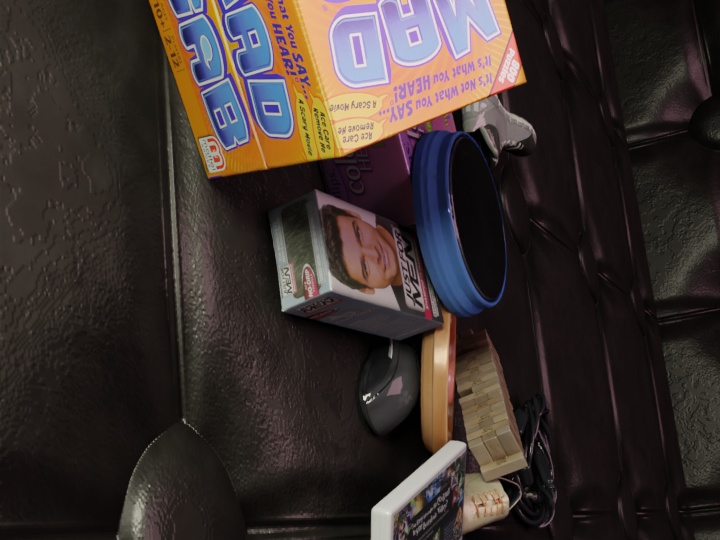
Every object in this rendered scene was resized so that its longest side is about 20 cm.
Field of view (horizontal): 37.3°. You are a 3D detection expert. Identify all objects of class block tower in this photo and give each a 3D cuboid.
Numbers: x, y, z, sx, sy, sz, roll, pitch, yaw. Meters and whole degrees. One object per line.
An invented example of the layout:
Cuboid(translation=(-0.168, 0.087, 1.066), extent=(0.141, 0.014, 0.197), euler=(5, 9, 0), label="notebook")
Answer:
Cuboid(translation=(0.148, 0.153, 1.274), extent=(0.201, 0.054, 0.058), euler=(-98, 162, -52), label="block tower")

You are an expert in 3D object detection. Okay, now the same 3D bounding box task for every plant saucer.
Cuboid(translation=(0.087, 0.111, 1.182), extent=(0.200, 0.032, 0.202), euler=(1, 90, -82), label="plant saucer")

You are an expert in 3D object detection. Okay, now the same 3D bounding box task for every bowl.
Cuboid(translation=(0.110, -0.052, 1.136), extent=(0.200, 0.039, 0.202), euler=(-11, 90, -67), label="bowl")

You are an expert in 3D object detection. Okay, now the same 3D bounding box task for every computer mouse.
Cuboid(translation=(0.036, 0.070, 1.136), extent=(0.200, 0.046, 0.141), euler=(-63, 137, -55), label="computer mouse")

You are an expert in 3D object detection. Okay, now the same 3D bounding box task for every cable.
Cuboid(translation=(0.252, 0.268, 1.520), extent=(0.164, 0.050, 0.200), euler=(71, 24, -16), label="cable")

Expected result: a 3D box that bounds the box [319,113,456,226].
Cuboid(translation=(0.033, -0.143, 1.172), extent=(0.200, 0.096, 0.177), euler=(-27, 103, -65), label="box")

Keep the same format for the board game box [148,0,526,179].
Cuboid(translation=(-0.026, -0.206, 0.853), extent=(0.199, 0.199, 0.202), euler=(-26, 104, -34), label="board game box")

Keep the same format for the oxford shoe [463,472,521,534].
Cuboid(translation=(0.126, 0.260, 1.211), extent=(0.200, 0.073, 0.071), euler=(-3, 82, -66), label="oxford shoe")

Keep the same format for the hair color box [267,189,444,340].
Cuboid(translation=(0.000, 0.000, 1.031), extent=(0.199, 0.060, 0.100), euler=(18, 57, -54), label="hair color box")

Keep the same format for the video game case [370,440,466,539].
Cuboid(translation=(0.057, 0.282, 1.037), extent=(0.200, 0.023, 0.184), euler=(-20, 115, -63), label="video game case")

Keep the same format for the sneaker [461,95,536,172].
Cuboid(translation=(0.204, -0.189, 1.623), extent=(0.200, 0.075, 0.116), euler=(30, 56, -46), label="sneaker")
